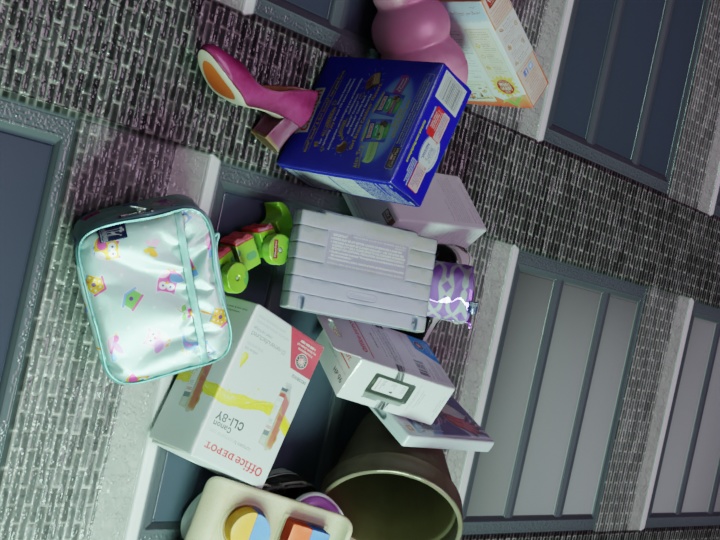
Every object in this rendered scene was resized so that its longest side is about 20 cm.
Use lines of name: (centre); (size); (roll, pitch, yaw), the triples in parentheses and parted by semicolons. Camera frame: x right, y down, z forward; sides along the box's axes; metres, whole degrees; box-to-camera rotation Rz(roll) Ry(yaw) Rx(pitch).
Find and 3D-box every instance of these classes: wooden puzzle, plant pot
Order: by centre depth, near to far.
wooden puzzle: (-0.124, 0.370, 1.425); (0.200, 0.046, 0.186); (22, 87, -19)
plant pot: (0.046, 0.288, 1.599); (0.174, 0.199, 0.200); (-78, 152, -54)

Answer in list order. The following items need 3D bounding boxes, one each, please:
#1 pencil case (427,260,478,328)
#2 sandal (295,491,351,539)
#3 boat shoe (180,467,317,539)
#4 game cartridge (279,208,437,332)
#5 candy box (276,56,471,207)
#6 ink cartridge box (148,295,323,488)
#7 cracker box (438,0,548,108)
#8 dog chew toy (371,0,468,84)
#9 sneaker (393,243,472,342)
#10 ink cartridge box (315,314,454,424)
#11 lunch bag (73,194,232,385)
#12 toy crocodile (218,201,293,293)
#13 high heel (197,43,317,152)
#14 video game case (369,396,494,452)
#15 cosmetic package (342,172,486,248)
pencil case: (0.060, 0.024, 1.555); (0.084, 0.199, 0.086); (-72, 169, -61)
sandal: (-0.035, 0.376, 1.508); (0.082, 0.050, 0.203); (-32, 118, -27)
boat shoe: (-0.141, 0.306, 1.495); (0.200, 0.064, 0.071); (-16, 111, -44)
game cartridge: (0.000, 0.000, 1.458); (0.200, 0.038, 0.130); (12, 79, -27)
candy box: (0.015, -0.179, 1.450); (0.077, 0.200, 0.169); (38, 72, -47)
ink cartridge box: (-0.151, 0.152, 1.433); (0.145, 0.083, 0.200); (38, 71, -46)
cracker box: (0.167, -0.322, 1.630); (0.058, 0.134, 0.200); (-56, 134, -22)
dog chew toy: (0.071, -0.313, 1.545); (0.124, 0.124, 0.200); (-31, 113, -39)
sneaker: (0.099, 0.051, 1.654); (0.200, 0.074, 0.088); (-55, 155, 21)
ink cartridge box: (0.014, 0.124, 1.532); (0.200, 0.116, 0.068); (22, 111, -31)
lunch bag: (-0.226, 0.017, 1.277); (0.160, 0.077, 0.201); (-13, 109, -12)
toy crocodile: (-0.151, -0.019, 1.407); (0.200, 0.067, 0.062); (-37, 119, -39)
high heel: (-0.122, -0.232, 1.386); (0.096, 0.067, 0.200); (-55, 149, -10)
video game case: (0.074, 0.184, 1.622); (0.200, 0.182, 0.023); (14, 115, -48)
cosmetic package: (0.077, -0.082, 1.605); (0.200, 0.074, 0.102); (4, 53, -46)
